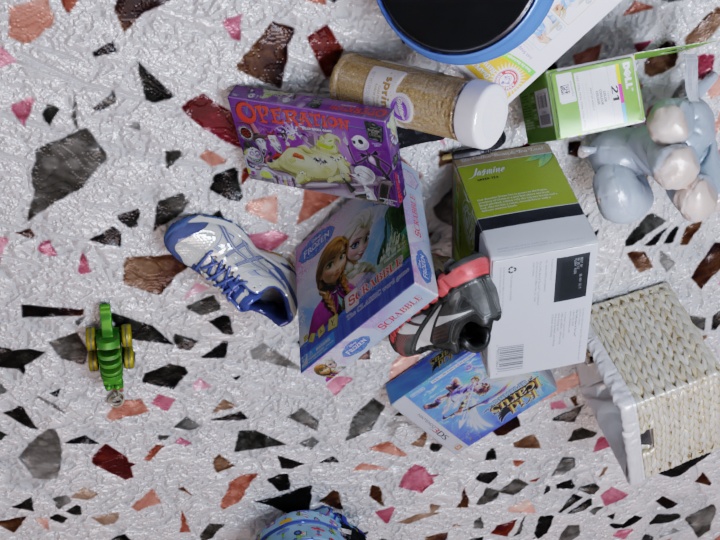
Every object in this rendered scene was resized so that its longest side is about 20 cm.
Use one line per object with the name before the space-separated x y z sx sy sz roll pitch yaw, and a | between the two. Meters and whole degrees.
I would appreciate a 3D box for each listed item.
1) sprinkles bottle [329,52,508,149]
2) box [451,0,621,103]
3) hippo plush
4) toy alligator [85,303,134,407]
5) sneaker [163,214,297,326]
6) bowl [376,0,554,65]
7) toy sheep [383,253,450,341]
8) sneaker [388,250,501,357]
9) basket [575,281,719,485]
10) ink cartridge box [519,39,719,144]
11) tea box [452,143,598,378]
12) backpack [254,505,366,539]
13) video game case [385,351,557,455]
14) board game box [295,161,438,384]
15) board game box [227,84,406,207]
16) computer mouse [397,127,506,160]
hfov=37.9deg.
sprinkles bottle | 0.060 -0.184 1.125 0.068 0.198 0.069 -27 127 -44
box | 0.179 -0.292 1.107 0.101 0.113 0.200 31 119 -34
hippo plush | 0.336 -0.142 1.254 0.159 0.204 0.158 -14 162 38
toy alligator | -0.332 0.132 1.401 0.058 0.055 0.202 -3 132 -10
sneaker | -0.153 0.002 1.307 0.198 0.089 0.075 25 124 -30
bowl | 0.100 -0.307 1.037 0.197 0.039 0.205 4 101 22
toy sheep | 0.043 0.030 1.356 0.136 0.140 0.200 16 148 -26
sneaker | 0.098 0.064 1.215 0.070 0.099 0.201 -17 160 -36
basket | 0.414 0.161 1.515 0.158 0.202 0.200 -19 134 1
ink cartridge box | 0.292 -0.201 1.185 0.196 0.148 0.077 -11 96 -2
tea box | 0.196 -0.013 1.304 0.131 0.198 0.202 -9 132 -4
backpack | -0.094 0.463 1.701 0.181 0.136 0.200 -32 131 16
video game case | 0.168 0.175 1.571 0.199 0.046 0.181 -36 131 18
board game box | 0.000 0.000 1.250 0.041 0.202 0.199 28 127 -32
board game box | -0.048 -0.139 1.174 0.197 0.032 0.121 12 134 24
computer mouse | 0.078 -0.171 1.244 0.196 0.047 0.141 -13 155 8
